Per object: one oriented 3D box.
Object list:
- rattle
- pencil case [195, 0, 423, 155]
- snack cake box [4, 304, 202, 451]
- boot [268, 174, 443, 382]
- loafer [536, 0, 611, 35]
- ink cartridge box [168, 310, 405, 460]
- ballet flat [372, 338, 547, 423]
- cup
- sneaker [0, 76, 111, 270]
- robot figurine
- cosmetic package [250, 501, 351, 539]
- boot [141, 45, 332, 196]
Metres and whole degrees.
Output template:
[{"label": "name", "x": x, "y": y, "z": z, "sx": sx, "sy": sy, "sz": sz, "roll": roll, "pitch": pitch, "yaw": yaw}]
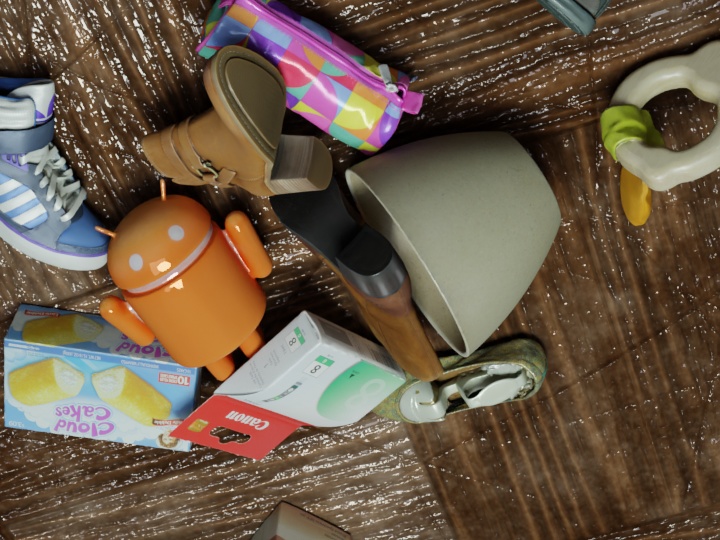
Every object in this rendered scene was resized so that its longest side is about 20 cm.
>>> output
[{"label": "rattle", "x": 0.322, "y": -0.134, "z": 1.146, "sx": 0.199, "sy": 0.130, "sz": 0.143, "roll": -40, "pitch": 128, "yaw": -6}, {"label": "pencil case", "x": -0.045, "y": -0.182, "z": 1.119, "sx": 0.198, "sy": 0.089, "sz": 0.089, "roll": 27, "pitch": 119, "yaw": -14}, {"label": "snack cake box", "x": -0.266, "y": 0.113, "z": 1.317, "sx": 0.196, "sy": 0.068, "sz": 0.117, "roll": 8, "pitch": 121, "yaw": -3}, {"label": "boot", "x": 0.000, "y": 0.000, "z": 1.226, "sx": 0.069, "sy": 0.187, "sz": 0.201, "roll": -46, "pitch": 146, "yaw": -13}, {"label": "loafer", "x": 0.140, "y": -0.283, "z": 1.069, "sx": 0.199, "sy": 0.072, "sz": 0.063, "roll": 37, "pitch": 97, "yaw": -26}, {"label": "ink cartridge box", "x": -0.072, "y": 0.137, "z": 1.282, "sx": 0.200, "sy": 0.050, "sz": 0.160, "roll": -43, "pitch": 145, "yaw": 15}, {"label": "ballet flat", "x": 0.099, "y": 0.123, "z": 1.311, "sx": 0.197, "sy": 0.071, "sz": 0.071, "roll": -17, "pitch": 120, "yaw": 12}, {"label": "cup", "x": 0.098, "y": -0.045, "z": 1.152, "sx": 0.142, "sy": 0.200, "sz": 0.202, "roll": -33, "pitch": 118, "yaw": -5}, {"label": "sneaker", "x": -0.298, "y": -0.102, "z": 1.177, "sx": 0.198, "sy": 0.081, "sz": 0.147, "roll": 32, "pitch": 122, "yaw": -10}, {"label": "robot figurine", "x": -0.169, "y": 0.013, "z": 1.222, "sx": 0.142, "sy": 0.117, "sz": 0.201, "roll": -12, "pitch": 124, "yaw": 37}, {"label": "cosmetic package", "x": -0.076, "y": 0.367, "z": 1.387, "sx": 0.102, "sy": 0.201, "sz": 0.088, "roll": 28, "pitch": 120, "yaw": -15}, {"label": "boot", "x": -0.129, "y": -0.127, "z": 1.116, "sx": 0.153, "sy": 0.078, "sz": 0.200, "roll": 3, "pitch": 162, "yaw": 26}]
